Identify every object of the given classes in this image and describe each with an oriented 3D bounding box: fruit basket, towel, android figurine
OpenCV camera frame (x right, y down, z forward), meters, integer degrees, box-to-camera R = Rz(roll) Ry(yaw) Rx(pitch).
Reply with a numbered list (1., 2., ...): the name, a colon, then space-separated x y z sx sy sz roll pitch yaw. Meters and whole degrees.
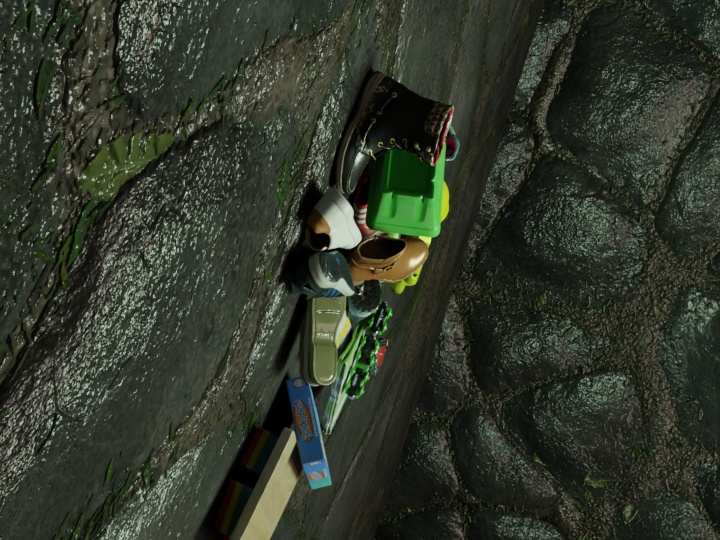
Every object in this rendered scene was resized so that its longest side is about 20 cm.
1. fruit basket: 0.090 -0.149 1.403 0.216 0.151 0.222 7 90 -90
2. towel: -0.036 0.212 1.599 0.150 0.030 0.204 -62 169 -55
3. android figurine: 0.099 -0.056 1.709 0.184 0.040 0.203 -110 -147 -48

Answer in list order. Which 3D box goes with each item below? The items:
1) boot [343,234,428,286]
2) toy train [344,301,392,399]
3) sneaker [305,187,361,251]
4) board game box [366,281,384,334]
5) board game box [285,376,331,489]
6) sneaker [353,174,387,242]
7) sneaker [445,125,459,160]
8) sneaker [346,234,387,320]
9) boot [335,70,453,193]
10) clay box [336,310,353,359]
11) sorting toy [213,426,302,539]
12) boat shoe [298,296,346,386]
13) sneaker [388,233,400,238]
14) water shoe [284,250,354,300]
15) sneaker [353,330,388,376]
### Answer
1. boot: 0.057 -0.029 1.404 0.196 0.075 0.155 -21 169 -21
2. toy train: 0.014 0.158 1.575 0.056 0.041 0.204 126 -15 -78
3. sneaker: -0.052 -0.065 1.261 0.085 0.073 0.200 -44 165 -6
4. board game box: 0.023 0.029 1.646 0.203 0.023 0.106 95 -16 -47
5. board game box: -0.094 0.301 1.455 0.201 0.044 0.155 85 -9 -63
6. sneaker: 0.039 -0.131 1.487 0.200 0.077 0.118 -53 160 -56
7. sneaker: 0.143 -0.252 1.640 0.201 0.118 0.085 83 31 -64
8. sneaker: 0.000 0.000 1.517 0.087 0.076 0.205 126 -23 -60
9. boot: 0.052 -0.202 1.267 0.073 0.147 0.204 37 74 -76
10. clay box: -0.060 0.146 1.543 0.201 0.047 0.117 78 34 -69
11. sorting toy: -0.178 0.384 1.353 0.202 0.068 0.202 89 24 -59
12. boat shoe: -0.074 0.094 1.359 0.073 0.068 0.206 18 72 -34
13. sneaker: 0.062 -0.064 1.679 0.084 0.075 0.204 -49 157 -47
14. water shoe: -0.066 0.010 1.277 0.200 0.077 0.073 31 41 -74
15. sneaker: 0.001 0.174 1.713 0.200 0.093 0.081 128 -18 -81
